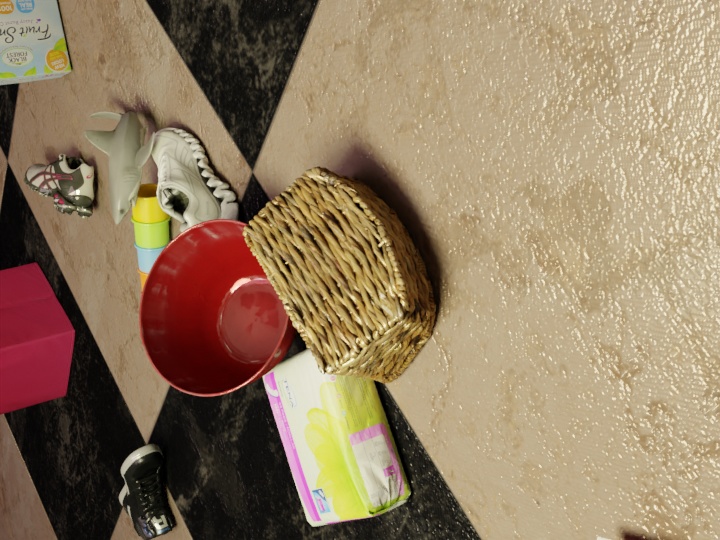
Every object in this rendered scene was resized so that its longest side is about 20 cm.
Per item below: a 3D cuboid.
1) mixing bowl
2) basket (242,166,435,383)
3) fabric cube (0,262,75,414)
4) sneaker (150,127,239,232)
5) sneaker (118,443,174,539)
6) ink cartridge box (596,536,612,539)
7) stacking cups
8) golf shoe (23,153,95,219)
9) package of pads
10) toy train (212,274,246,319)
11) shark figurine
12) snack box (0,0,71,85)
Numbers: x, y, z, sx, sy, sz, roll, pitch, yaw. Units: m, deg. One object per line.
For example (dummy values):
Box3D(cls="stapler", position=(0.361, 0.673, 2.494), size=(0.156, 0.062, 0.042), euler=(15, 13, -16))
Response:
Box3D(cls="mixing bowl", position=(-0.145, 0.051, 1.226), size=(0.199, 0.108, 0.202), euler=(-6, 76, 24))
Box3D(cls="basket", position=(0.000, 0.000, 1.104), size=(0.143, 0.149, 0.201), euler=(-40, 65, 17))
Box3D(cls="fabric cube", position=(-0.679, 0.135, 1.990), size=(0.200, 0.198, 0.197), euler=(52, 140, 30))
Box3D(cls="sneaker", position=(-0.236, -0.119, 1.379), size=(0.200, 0.081, 0.075), euler=(49, 139, 35))
Box3D(cls="sneaker", position=(-0.337, 0.370, 1.713), size=(0.112, 0.073, 0.200), euler=(54, 148, 23))
Box3D(cls="ink cartridge box", position=(0.272, 0.328, 0.864), size=(0.162, 0.050, 0.202), euler=(0, 94, 55))
Box3D(cls="stacking cups", position=(-0.301, -0.024, 1.530), size=(0.060, 0.060, 0.201), euler=(32, 130, 45))
Box3D(cls="golf shoe", position=(-0.492, -0.154, 1.750), size=(0.199, 0.077, 0.089), euler=(28, 104, 44))
Box3D(cls="package of pads", position=(-0.031, 0.186, 1.208), size=(0.154, 0.068, 0.201), euler=(-28, 79, 55))
Box3D(cls="toy train", position=(-0.202, 0.017, 1.381), size=(0.199, 0.085, 0.115), euler=(-11, 86, 53))
Box3D(cls="shark figurine", position=(-0.340, -0.184, 1.457), size=(0.129, 0.089, 0.215), euler=(-59, 30, 36))
Box3D(cls="snack box", position=(-0.564, -0.399, 1.663), size=(0.068, 0.168, 0.202), euler=(0, 103, 58))
